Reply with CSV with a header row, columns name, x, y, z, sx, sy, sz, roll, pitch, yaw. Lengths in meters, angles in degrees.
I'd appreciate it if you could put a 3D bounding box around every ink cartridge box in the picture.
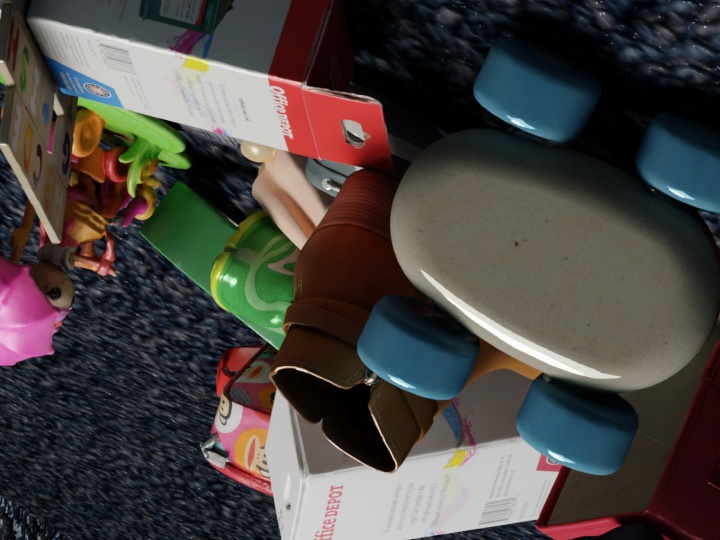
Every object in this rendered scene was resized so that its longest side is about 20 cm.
name,x,y,z,sx,sy,sz,roll,pitch,yaw
ink cartridge box,-0.072,-0.123,1.640,0.199,0.067,0.116,15,164,9
ink cartridge box,0.047,0.107,1.897,0.199,0.086,0.148,-7,155,-10

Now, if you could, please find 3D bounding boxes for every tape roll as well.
name,x,y,z,sx,sy,sz,roll,pitch,yaw
tape roll,-0.062,0.017,2.070,0.200,0.048,0.200,40,180,0

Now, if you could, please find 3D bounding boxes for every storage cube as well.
name,x,y,z,sx,sy,sz,roll,pitch,yaw
storage cube,0.237,0.110,1.730,0.179,0.171,0.200,28,165,-11

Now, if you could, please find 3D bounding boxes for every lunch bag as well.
name,x,y,z,sx,sy,sz,roll,pitch,yaw
lunch bag,-0.026,0.101,2.180,0.176,0.082,0.200,20,-157,14

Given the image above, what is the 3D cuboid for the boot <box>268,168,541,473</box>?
name,x,y,z,sx,sy,sz,roll,pitch,yaw
boot,0.047,0.049,1.640,0.200,0.155,0.077,38,136,-18

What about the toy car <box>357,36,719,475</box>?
name,x,y,z,sx,sy,sz,roll,pitch,yaw
toy car,0.113,-0.021,1.596,0.177,0.185,0.200,25,-165,5

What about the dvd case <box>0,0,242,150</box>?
name,x,y,z,sx,sy,sz,roll,pitch,yaw
dvd case,-0.138,-0.125,1.888,0.200,0.016,0.149,18,165,29

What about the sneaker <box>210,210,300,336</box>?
name,x,y,z,sx,sy,sz,roll,pitch,yaw
sneaker,-0.020,0.023,1.905,0.083,0.074,0.200,24,173,41

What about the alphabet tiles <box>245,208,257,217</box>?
name,x,y,z,sx,sy,sz,roll,pitch,yaw
alphabet tiles,0.036,0.024,2.005,0.200,0.008,0.167,23,169,38

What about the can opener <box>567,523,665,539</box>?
name,x,y,z,sx,sy,sz,roll,pitch,yaw
can opener,0.191,0.194,1.645,0.200,0.079,0.063,20,159,-18

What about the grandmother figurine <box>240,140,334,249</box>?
name,x,y,z,sx,sy,sz,roll,pitch,yaw
grandmother figurine,0.000,0.000,1.818,0.200,0.061,0.121,56,-171,28

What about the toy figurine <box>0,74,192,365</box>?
name,x,y,z,sx,sy,sz,roll,pitch,yaw
toy figurine,-0.208,-0.024,1.977,0.150,0.184,0.200,20,173,25

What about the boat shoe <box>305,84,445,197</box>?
name,x,y,z,sx,sy,sz,roll,pitch,yaw
boat shoe,0.059,-0.031,1.722,0.200,0.062,0.073,32,-157,0

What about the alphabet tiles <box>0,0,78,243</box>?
name,x,y,z,sx,sy,sz,roll,pitch,yaw
alphabet tiles,-0.176,-0.125,1.667,0.008,0.168,0.200,4,162,5
